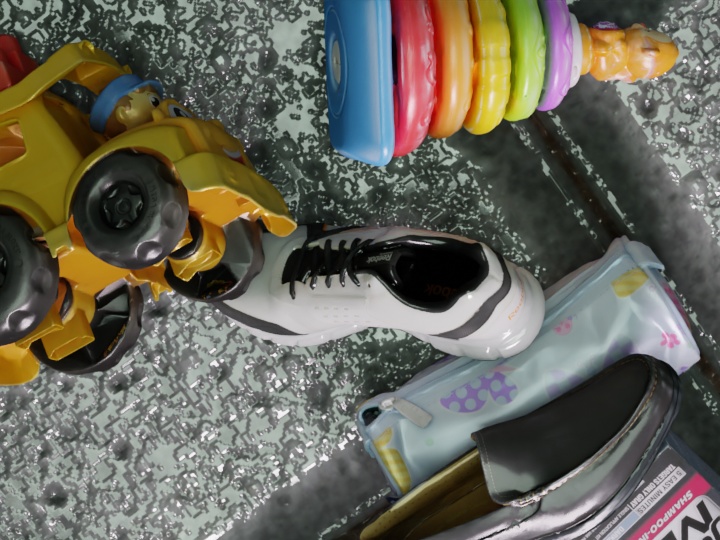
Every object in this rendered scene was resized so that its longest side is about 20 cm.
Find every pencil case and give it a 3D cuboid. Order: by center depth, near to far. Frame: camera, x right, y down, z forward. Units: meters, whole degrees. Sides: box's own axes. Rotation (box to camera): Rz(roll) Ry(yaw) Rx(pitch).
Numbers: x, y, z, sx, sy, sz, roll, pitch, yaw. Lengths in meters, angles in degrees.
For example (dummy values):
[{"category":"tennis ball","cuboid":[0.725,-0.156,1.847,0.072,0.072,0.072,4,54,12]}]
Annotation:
[{"category":"pencil case","cuboid":[0.094,0.063,1.326,0.199,0.083,0.091,-32,115,5]}]

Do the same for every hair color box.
[{"category":"hair color box","cuboid":[0.192,0.176,1.326,0.099,0.061,0.200,-45,117,7]}]

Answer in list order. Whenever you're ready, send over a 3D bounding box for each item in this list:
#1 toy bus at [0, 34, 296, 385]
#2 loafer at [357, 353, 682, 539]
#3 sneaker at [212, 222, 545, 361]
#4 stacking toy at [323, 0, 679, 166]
[{"category":"toy bus","cuboid":[-0.160,-0.056,1.279,0.199,0.136,0.193,-27,69,14]},{"category":"loafer","cuboid":[0.086,0.112,1.260,0.200,0.073,0.072,-44,121,11]},{"category":"sneaker","cuboid":[0.000,0.000,1.291,0.199,0.080,0.074,3,70,22]},{"category":"stacking toy","cuboid":[0.082,-0.120,1.295,0.199,0.116,0.111,-3,98,-11]}]
